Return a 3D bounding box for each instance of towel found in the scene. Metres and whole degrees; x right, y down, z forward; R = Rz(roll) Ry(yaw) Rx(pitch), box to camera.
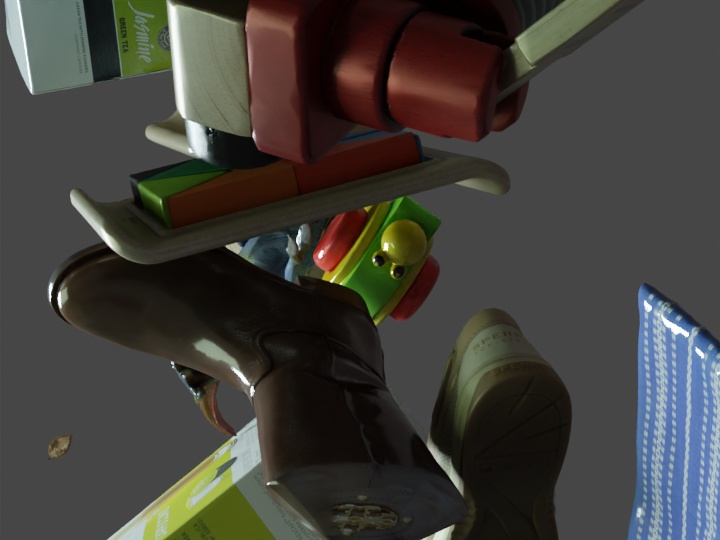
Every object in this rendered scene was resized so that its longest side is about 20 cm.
[{"bbox_3d":[0.141,0.112,0.564,0.200,0.024,0.146,-124,28,-59],"label":"towel"}]

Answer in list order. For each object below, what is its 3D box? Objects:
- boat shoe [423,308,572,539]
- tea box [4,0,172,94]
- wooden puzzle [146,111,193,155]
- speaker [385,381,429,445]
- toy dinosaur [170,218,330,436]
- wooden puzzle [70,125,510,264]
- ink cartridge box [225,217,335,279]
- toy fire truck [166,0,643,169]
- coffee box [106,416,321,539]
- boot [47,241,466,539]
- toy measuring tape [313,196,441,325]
[{"bbox_3d":[0.062,0.113,0.801,0.065,0.070,0.202,-112,27,-52],"label":"boat shoe"},{"bbox_3d":[-0.170,-0.260,1.162,0.134,0.194,0.202,-124,27,-56],"label":"tea box"},{"bbox_3d":[-0.042,-0.148,0.842,0.202,0.037,0.185,-62,17,-1],"label":"wooden puzzle"},{"bbox_3d":[0.005,0.119,0.998,0.200,0.080,0.082,-134,35,-65],"label":"speaker"},{"bbox_3d":[-0.064,-0.014,0.997,0.105,0.181,0.200,45,169,20],"label":"toy dinosaur"},{"bbox_3d":[-0.044,-0.047,0.813,0.185,0.197,0.038,-153,53,-72],"label":"wooden puzzle"},{"bbox_3d":[-0.060,-0.072,1.119,0.201,0.074,0.166,-118,20,-49],"label":"ink cartridge box"},{"bbox_3d":[0.049,-0.109,0.569,0.198,0.176,0.130,19,130,24],"label":"toy fire truck"},{"bbox_3d":[-0.077,0.240,0.992,0.201,0.197,0.200,53,177,-3],"label":"coffee box"},{"bbox_3d":[-0.055,0.061,0.765,0.201,0.184,0.065,-112,32,-57],"label":"boot"},{"bbox_3d":[0.000,0.000,0.937,0.200,0.073,0.075,159,99,-76],"label":"toy measuring tape"}]
